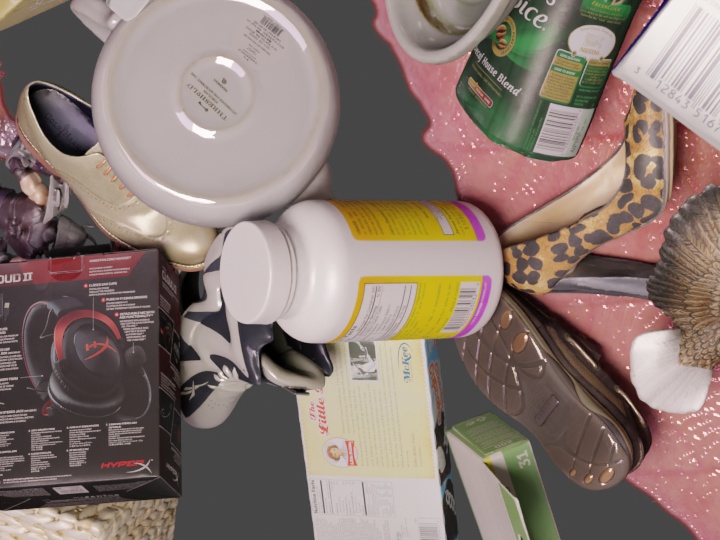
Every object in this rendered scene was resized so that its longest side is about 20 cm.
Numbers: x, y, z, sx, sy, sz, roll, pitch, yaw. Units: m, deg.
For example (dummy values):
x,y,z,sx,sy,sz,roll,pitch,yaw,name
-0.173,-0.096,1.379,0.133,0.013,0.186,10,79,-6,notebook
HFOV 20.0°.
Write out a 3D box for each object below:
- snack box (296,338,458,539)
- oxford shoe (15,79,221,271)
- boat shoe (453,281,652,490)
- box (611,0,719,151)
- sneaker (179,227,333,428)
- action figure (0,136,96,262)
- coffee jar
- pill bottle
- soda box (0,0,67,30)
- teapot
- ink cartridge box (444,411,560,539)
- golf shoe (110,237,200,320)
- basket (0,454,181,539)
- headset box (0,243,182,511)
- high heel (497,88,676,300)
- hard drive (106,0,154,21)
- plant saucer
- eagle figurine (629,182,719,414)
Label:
x,y,z,sx,sy,sz,roll,pitch,yaw,name
0.011,0.129,1.637,0.115,0.037,0.201,0,109,19,snack box
-0.190,-0.072,1.577,0.200,0.074,0.071,37,78,3,oxford shoe
0.145,0.081,1.557,0.200,0.073,0.075,53,127,18,boat shoe
0.285,-0.139,1.353,0.184,0.200,0.105,37,115,3,box
-0.084,0.076,1.588,0.130,0.079,0.200,54,130,38,sneaker
-0.306,-0.058,1.663,0.199,0.069,0.131,20,108,6,action figure
0.144,-0.185,1.437,0.085,0.104,0.201,8,118,-29,coffee jar
0.000,0.000,1.496,0.104,0.199,0.105,1,91,56,pill bottle
-0.235,-0.230,1.496,0.068,0.200,0.064,-34,95,27,soda box
-0.112,-0.123,1.533,0.196,0.146,0.201,-6,86,-5,teapot
0.128,0.200,1.538,0.048,0.200,0.146,-21,103,-10,ink cartridge box
-0.168,0.055,1.651,0.092,0.073,0.201,17,113,10,golf shoe
-0.266,0.222,1.682,0.197,0.200,0.162,16,108,12,basket
-0.215,0.074,1.556,0.148,0.075,0.201,-6,71,7,headset box
0.158,-0.067,1.493,0.142,0.072,0.201,6,120,10,high heel
-0.103,-0.256,1.441,0.027,0.200,0.132,40,117,-5,hard drive
0.085,-0.239,1.420,0.050,0.200,0.201,9,119,-27,plant saucer
0.275,0.017,1.430,0.151,0.200,0.152,-1,80,-7,eagle figurine
